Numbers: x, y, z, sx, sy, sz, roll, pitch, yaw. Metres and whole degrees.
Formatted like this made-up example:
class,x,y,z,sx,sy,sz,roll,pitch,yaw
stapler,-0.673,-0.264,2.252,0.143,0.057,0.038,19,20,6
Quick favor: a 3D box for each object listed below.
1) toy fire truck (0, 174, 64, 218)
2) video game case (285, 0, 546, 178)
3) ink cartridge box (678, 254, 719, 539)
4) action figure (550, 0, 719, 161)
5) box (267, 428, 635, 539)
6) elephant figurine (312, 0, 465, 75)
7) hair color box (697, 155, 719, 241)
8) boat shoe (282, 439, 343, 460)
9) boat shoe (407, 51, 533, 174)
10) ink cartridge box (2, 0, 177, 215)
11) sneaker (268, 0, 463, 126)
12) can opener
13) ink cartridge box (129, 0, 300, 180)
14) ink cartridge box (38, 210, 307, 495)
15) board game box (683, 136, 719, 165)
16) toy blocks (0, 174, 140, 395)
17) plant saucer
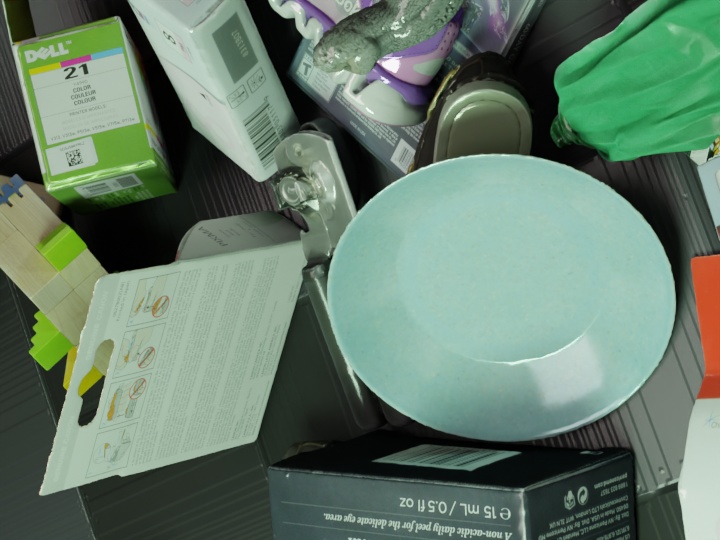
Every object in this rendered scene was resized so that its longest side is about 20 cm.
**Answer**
class,x,y,z,sx,sy,sz,roll,pitch,yaw
toy fire truck,-0.326,-0.020,1.585,0.200,0.129,0.176,9,103,51
video game case,0.041,-0.163,1.289,0.143,0.019,0.200,44,122,28
ink cartridge box,0.246,0.089,1.128,0.163,0.057,0.200,-7,97,42
action figure,0.166,-0.105,1.124,0.118,0.055,0.200,54,144,-9
box,0.059,0.209,1.263,0.197,0.117,0.200,0,98,39
elephant figurine,0.068,-0.206,1.149,0.200,0.155,0.142,-8,112,15
hair color box,0.244,0.032,1.043,0.061,0.099,0.200,-26,71,35
boat shoe,-0.021,0.212,1.370,0.061,0.072,0.201,1,89,40
boat shoe,0.059,-0.035,1.258,0.061,0.072,0.201,-88,12,-56
ink cartridge box,-0.188,-0.148,1.403,0.076,0.148,0.200,-14,86,-1
sneaker,-0.010,-0.182,1.273,0.200,0.080,0.088,48,118,19
can opener,0.000,0.000,1.336,0.053,0.067,0.200,-11,102,42
ink cartridge box,-0.133,-0.165,1.352,0.200,0.057,0.163,34,163,31
ink cartridge box,-0.127,0.051,1.349,0.050,0.200,0.161,33,117,34
board game box,0.237,-0.134,1.116,0.105,0.023,0.200,47,125,29
toy blocks,-0.218,-0.005,1.454,0.100,0.200,0.137,-43,60,-6
plant saucer,0.082,0.010,1.215,0.201,0.039,0.201,3,124,4
